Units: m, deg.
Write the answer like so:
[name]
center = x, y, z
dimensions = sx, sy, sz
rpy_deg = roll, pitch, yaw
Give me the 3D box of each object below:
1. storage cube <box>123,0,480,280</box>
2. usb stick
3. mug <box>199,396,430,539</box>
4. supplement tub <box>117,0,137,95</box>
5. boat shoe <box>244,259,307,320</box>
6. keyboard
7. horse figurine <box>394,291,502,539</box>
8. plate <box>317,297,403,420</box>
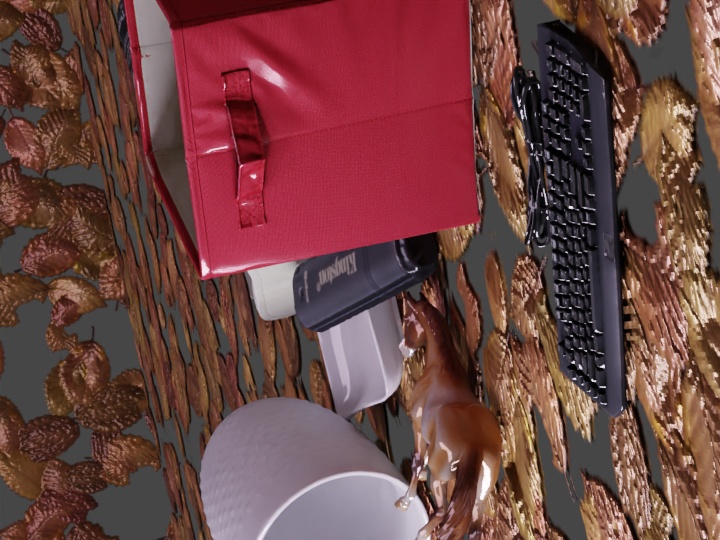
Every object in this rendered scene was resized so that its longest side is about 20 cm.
[storage cube]
center = -0.039, -0.119, 1.402
dimensions = 0.200, 0.180, 0.171
rpy_deg = -123, 24, -58
[usb stick]
center = 0.000, 0.000, 1.592
dimensions = 0.200, 0.033, 0.055
rpy_deg = -29, 72, 64
[mug]
center = -0.043, 0.199, 1.770
dimensions = 0.175, 0.148, 0.200
rpy_deg = -135, 28, -56
[supplement tub]
center = -0.126, -0.155, 1.912
dimensions = 0.123, 0.122, 0.200
rpy_deg = 95, 160, -53
[boat shoe]
center = -0.060, -0.028, 1.697
dimensions = 0.202, 0.072, 0.060
rpy_deg = 97, 153, -66
[keyboard]
center = 0.106, -0.034, 1.196
dimensions = 0.127, 0.021, 0.200
rpy_deg = -126, 28, -63
[horse figurine]
center = 0.054, 0.116, 1.479
dimensions = 0.200, 0.050, 0.133
rpy_deg = -107, 27, -63
[plate]
center = -0.008, 0.007, 1.736
dimensions = 0.200, 0.032, 0.200
rpy_deg = 139, 119, -75
